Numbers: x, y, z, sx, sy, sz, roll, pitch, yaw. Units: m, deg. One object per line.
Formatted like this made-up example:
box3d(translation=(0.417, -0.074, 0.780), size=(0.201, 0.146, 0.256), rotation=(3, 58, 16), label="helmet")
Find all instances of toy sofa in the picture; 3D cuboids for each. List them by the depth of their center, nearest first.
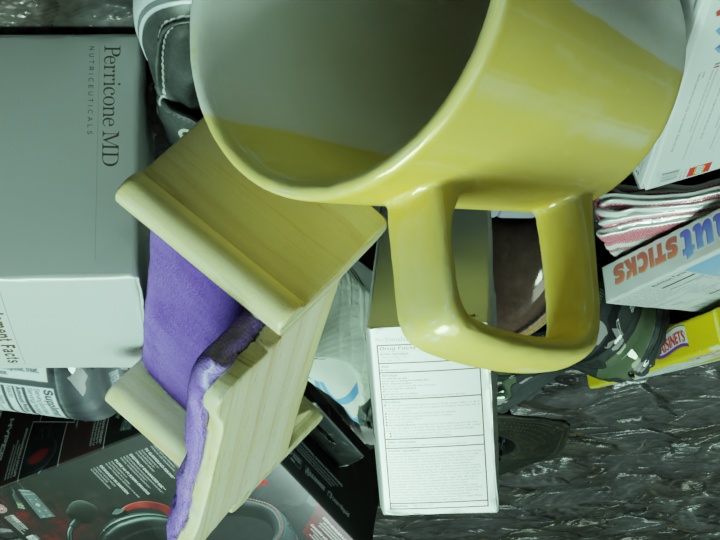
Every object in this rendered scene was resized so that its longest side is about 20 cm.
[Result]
box3d(translation=(-0.063, 0.030, 0.730), size=(0.083, 0.098, 0.200), rotation=(40, 154, 12), label="toy sofa")

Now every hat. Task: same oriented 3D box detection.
box3d(translation=(0.043, 0.100, 1.241), size=(0.199, 0.081, 0.201), rotation=(-10, 161, -3), label="hat")

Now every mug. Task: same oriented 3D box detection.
box3d(translation=(0.036, -0.069, 0.657), size=(0.149, 0.188, 0.153), rotation=(21, -174, 42), label="mug")

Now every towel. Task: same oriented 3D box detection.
box3d(translation=(0.226, -0.019, 1.012), size=(0.146, 0.030, 0.200), rotation=(-10, 161, 22), label="towel")

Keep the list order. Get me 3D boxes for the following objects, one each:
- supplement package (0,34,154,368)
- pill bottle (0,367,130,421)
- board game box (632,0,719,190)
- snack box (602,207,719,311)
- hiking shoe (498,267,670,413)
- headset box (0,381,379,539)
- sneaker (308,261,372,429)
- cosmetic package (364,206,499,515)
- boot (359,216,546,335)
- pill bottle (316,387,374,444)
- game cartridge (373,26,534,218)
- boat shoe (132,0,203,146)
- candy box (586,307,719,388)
box3d(translation=(-0.195, -0.029, 0.813), size=(0.199, 0.122, 0.120), rotation=(-1, 158, -4), label="supplement package")
box3d(translation=(-0.176, 0.020, 0.923), size=(0.199, 0.107, 0.106), rotation=(6, 161, 9), label="pill bottle")
box3d(translation=(0.180, -0.102, 0.730), size=(0.126, 0.035, 0.200), rotation=(-17, 160, -6), label="board game box")
box3d(translation=(0.212, -0.017, 0.926), size=(0.072, 0.024, 0.200), rotation=(6, 160, -28), label="snack box")
box3d(translation=(0.087, 0.029, 1.086), size=(0.101, 0.076, 0.199), rotation=(38, 143, -29), label="hiking shoe")
box3d(translation=(-0.093, 0.117, 1.025), size=(0.199, 0.075, 0.149), rotation=(-21, 127, 25), label="headset box")
box3d(translation=(-0.017, 0.025, 0.905), size=(0.072, 0.072, 0.200), rotation=(37, 178, 30), label="sneaker")
box3d(translation=(0.032, 0.017, 0.758), size=(0.050, 0.083, 0.200), rotation=(-1, -157, 4), label="cosmetic package")
box3d(translation=(0.000, 0.000, 0.956), size=(0.166, 0.073, 0.199), rotation=(11, 165, -40), label="boot")
box3d(translation=(-0.072, 0.074, 1.112), size=(0.199, 0.112, 0.111), rotation=(-6, 159, 13), label="pill bottle")
box3d(translation=(0.056, -0.075, 0.839), size=(0.129, 0.039, 0.200), rotation=(4, 159, -4), label="game cartridge")
box3d(translation=(-0.061, -0.067, 0.800), size=(0.069, 0.067, 0.200), rotation=(-1, 160, 0), label="boat shoe")
box3d(translation=(0.219, 0.040, 1.092), size=(0.102, 0.027, 0.200), rotation=(-9, 172, -16), label="candy box")
